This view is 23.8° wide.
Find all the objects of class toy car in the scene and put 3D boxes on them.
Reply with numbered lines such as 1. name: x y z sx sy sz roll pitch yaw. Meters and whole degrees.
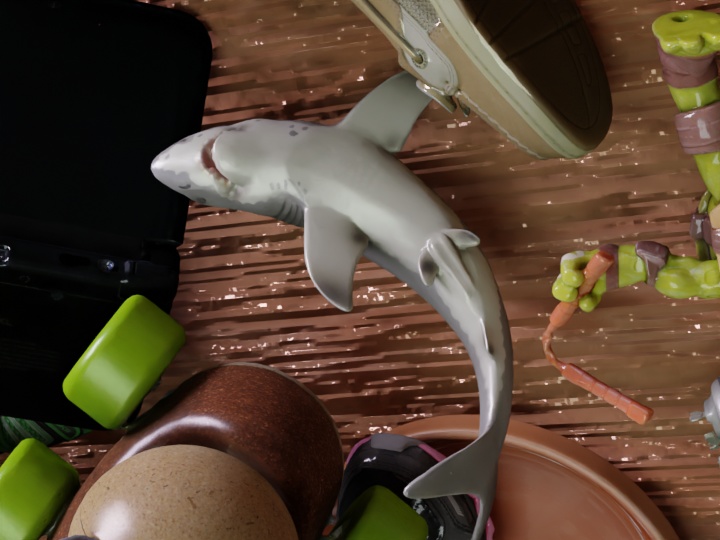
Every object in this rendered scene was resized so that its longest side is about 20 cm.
1. toy car: -0.078 0.125 0.667 0.164 0.200 0.158 37 102 -4

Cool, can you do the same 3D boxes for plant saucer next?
1. plant saucer: 0.069 0.157 0.842 0.198 0.032 0.202 10 120 17

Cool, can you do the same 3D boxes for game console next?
1. game console: -0.181 -0.032 0.775 0.198 0.117 0.177 10 138 -12

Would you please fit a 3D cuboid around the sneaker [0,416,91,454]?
1. sneaker: -0.171 -0.005 0.837 0.084 0.078 0.202 -6 116 5

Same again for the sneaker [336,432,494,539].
1. sneaker: 0.016 0.177 0.796 0.078 0.095 0.202 4 111 23

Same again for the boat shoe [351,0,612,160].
1. boat shoe: 0.020 -0.118 0.687 0.201 0.073 0.063 46 132 -3

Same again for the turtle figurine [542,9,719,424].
1. turtle figurine: 0.170 -0.023 0.679 0.197 0.064 0.163 1 112 17

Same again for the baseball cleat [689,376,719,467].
1. baseball cleat: 0.226 0.115 0.742 0.106 0.070 0.201 -25 111 17

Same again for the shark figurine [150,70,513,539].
1. shark figurine: 0.021 0.006 0.744 0.215 0.128 0.090 52 168 14
